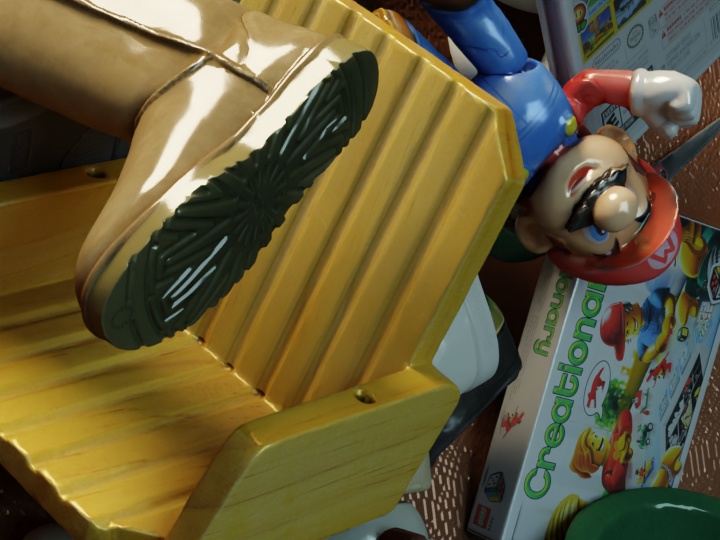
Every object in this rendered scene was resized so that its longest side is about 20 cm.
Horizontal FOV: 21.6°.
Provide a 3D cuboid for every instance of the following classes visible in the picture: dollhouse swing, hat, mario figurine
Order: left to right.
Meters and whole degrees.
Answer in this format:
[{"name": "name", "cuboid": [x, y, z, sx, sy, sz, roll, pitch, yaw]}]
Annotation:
[{"name": "dollhouse swing", "cuboid": [-0.062, -0.012, 0.786, 0.181, 0.200, 0.177, -14, 132, -44]}, {"name": "mario figurine", "cuboid": [0.093, -0.064, 0.928, 0.200, 0.123, 0.107, 42, 39, -24]}, {"name": "hat", "cuboid": [0.163, 0.249, 1.030, 0.164, 0.177, 0.201, 14, 34, -5]}]

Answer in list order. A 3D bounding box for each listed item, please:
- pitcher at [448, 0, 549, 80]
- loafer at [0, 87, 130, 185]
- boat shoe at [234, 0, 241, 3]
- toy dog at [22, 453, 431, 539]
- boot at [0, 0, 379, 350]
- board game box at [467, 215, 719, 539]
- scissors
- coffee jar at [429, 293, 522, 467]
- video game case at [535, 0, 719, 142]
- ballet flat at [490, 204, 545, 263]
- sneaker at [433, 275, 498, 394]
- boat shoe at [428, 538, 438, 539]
[{"name": "pitcher", "cuboid": [0.100, -0.177, 1.047, 0.199, 0.121, 0.173, -13, 85, -47]}, {"name": "loafer", "cuboid": [-0.154, -0.073, 0.855, 0.199, 0.072, 0.063, -18, 52, -42]}, {"name": "boat shoe", "cuboid": [-0.047, -0.209, 0.976, 0.071, 0.062, 0.201, 18, 49, 0]}, {"name": "toy dog", "cuboid": [-0.045, 0.132, 0.837, 0.199, 0.096, 0.133, -24, 86, -16]}, {"name": "boot", "cuboid": [-0.116, -0.069, 0.770, 0.175, 0.199, 0.067, -45, 151, -33]}, {"name": "board game box", "cuboid": [0.140, 0.062, 1.058, 0.125, 0.034, 0.202, 15, 91, -37]}, {"name": "scissors", "cuboid": [0.179, -0.047, 1.170, 0.199, 0.014, 0.074, -18, 91, -42]}, {"name": "coffee jar", "cuboid": [0.000, 0.000, 0.958, 0.104, 0.085, 0.201, -42, 109, -36]}, {"name": "video game case", "cuboid": [0.160, -0.178, 1.022, 0.200, 0.023, 0.183, -43, 134, -32]}, {"name": "ballet flat", "cuboid": [0.050, -0.077, 1.025, 0.200, 0.070, 0.068, 40, 61, -27]}, {"name": "sneaker", "cuboid": [-0.001, -0.024, 0.864, 0.084, 0.073, 0.202, -28, 102, -33]}, {"name": "boat shoe", "cuboid": [0.014, 0.168, 0.945, 0.198, 0.073, 0.069, 14, 75, -35]}]
